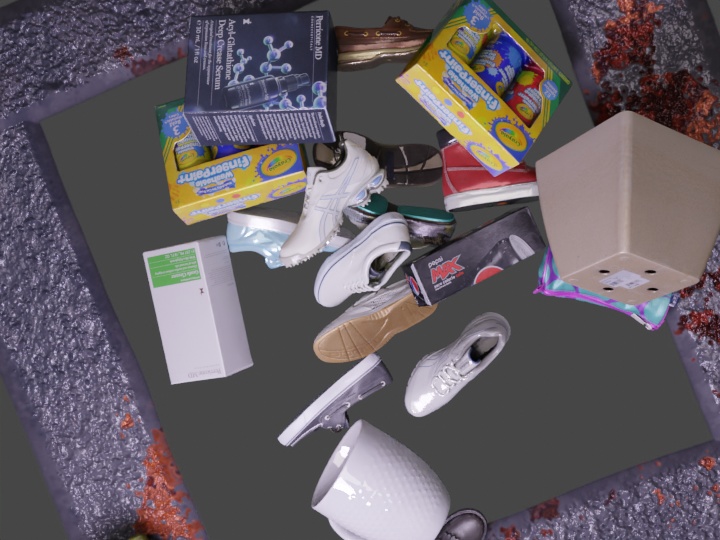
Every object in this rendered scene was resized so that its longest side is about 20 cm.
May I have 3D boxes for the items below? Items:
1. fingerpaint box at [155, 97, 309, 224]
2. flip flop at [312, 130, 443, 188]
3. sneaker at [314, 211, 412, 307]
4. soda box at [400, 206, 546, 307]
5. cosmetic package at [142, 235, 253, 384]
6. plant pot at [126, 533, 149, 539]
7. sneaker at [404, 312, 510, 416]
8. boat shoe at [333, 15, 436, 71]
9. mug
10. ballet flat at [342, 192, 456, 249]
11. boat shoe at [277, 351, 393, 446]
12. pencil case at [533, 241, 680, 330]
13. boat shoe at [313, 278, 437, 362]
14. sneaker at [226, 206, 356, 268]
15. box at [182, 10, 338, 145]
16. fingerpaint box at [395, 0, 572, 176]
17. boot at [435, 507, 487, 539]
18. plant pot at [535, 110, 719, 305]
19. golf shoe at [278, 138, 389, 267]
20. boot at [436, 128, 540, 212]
[{"bbox_3d":[-0.184,-0.179,1.626,0.197,0.073,0.169,-15,72,6],"label":"fingerpaint box"},{"bbox_3d":[0.026,-0.160,1.656,0.197,0.058,0.082,2,91,-10],"label":"flip flop"},{"bbox_3d":[0.000,0.000,1.624,0.072,0.071,0.200,14,135,-34],"label":"sneaker"},{"bbox_3d":[0.163,-0.020,1.616,0.198,0.063,0.071,-26,93,-14],"label":"soda box"},{"bbox_3d":[-0.240,0.058,1.668,0.106,0.085,0.203,-11,92,26],"label":"cosmetic package"},{"bbox_3d":[-0.326,0.511,1.687,0.200,0.200,0.194,-39,79,7],"label":"plant pot"},{"bbox_3d":[0.138,0.140,1.653,0.074,0.087,0.200,43,98,-2],"label":"sneaker"},{"bbox_3d":[0.052,-0.337,1.626,0.197,0.072,0.069,-7,89,2],"label":"boat shoe"},{"bbox_3d":[0.026,0.344,1.664,0.174,0.148,0.201,31,127,-5],"label":"mug"},{"bbox_3d":[0.040,-0.072,1.656,0.198,0.072,0.073,15,96,5],"label":"ballet flat"},{"bbox_3d":[-0.034,0.207,1.688,0.200,0.070,0.066,-41,89,0],"label":"boat shoe"},{"bbox_3d":[0.356,0.019,1.623,0.197,0.085,0.093,17,70,4],"label":"pencil case"},{"bbox_3d":[0.018,0.069,1.670,0.198,0.070,0.071,-26,124,-1],"label":"boat shoe"},{"bbox_3d":[-0.105,-0.041,1.673,0.197,0.074,0.083,12,110,9],"label":"sneaker"},{"bbox_3d":[-0.134,-0.262,1.541,0.197,0.107,0.151,-1,72,5],"label":"box"},{"bbox_3d":[0.175,-0.264,1.565,0.200,0.073,0.167,43,65,-12],"label":"fingerpaint box"},{"bbox_3d":[0.114,0.449,1.637,0.069,0.174,0.200,41,97,0],"label":"boot"},{"bbox_3d":[0.363,-0.066,1.500,0.198,0.199,0.179,17,67,-24],"label":"plant pot"},{"bbox_3d":[-0.058,-0.098,1.575,0.200,0.078,0.097,-48,114,-10],"label":"golf shoe"},{"bbox_3d":[0.213,-0.169,1.632,0.197,0.072,0.146,-6,83,-1],"label":"boot"}]
